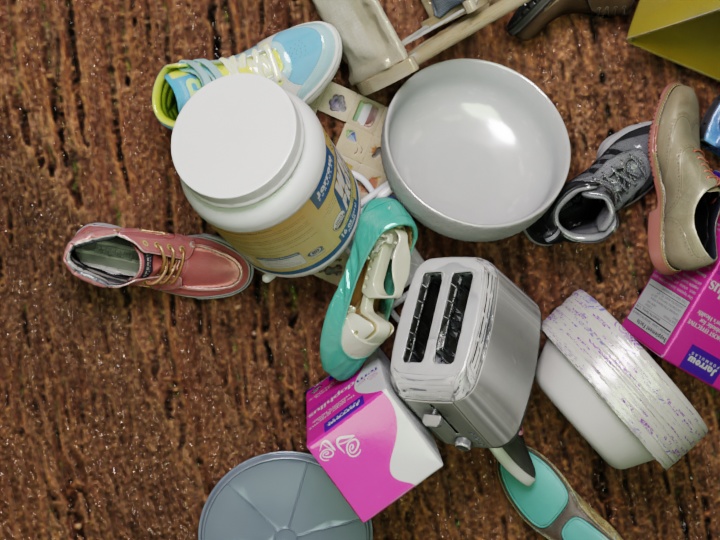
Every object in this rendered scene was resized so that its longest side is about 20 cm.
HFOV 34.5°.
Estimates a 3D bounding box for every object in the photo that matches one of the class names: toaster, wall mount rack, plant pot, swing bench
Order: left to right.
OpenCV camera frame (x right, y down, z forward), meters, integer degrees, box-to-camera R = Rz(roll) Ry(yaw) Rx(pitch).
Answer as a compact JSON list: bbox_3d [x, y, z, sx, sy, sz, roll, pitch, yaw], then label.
[{"bbox_3d":[0.000,0.000,1.242,0.173,0.075,0.201,-35,100,5],"label":"wall mount rack"},{"bbox_3d":[0.035,-0.310,1.167,0.199,0.130,0.200,-31,101,3],"label":"swing bench"},{"bbox_3d":[0.109,0.072,1.172,0.113,0.129,0.202,1,64,35],"label":"toaster"},{"bbox_3d":[0.414,-0.300,1.151,0.198,0.199,0.179,16,82,-24],"label":"plant pot"}]

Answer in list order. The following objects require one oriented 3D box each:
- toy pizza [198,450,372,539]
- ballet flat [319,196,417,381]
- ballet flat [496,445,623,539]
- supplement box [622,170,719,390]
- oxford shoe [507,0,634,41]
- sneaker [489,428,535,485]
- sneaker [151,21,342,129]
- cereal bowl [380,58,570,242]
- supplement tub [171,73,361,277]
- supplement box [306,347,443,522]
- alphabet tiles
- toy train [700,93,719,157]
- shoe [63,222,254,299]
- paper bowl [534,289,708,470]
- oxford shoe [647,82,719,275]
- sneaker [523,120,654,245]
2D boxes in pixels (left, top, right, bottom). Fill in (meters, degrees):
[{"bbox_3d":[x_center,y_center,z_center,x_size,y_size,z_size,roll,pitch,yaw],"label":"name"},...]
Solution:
[{"bbox_3d":[-0.085,0.299,1.319,0.197,0.032,0.203,-1,101,-3],"label":"toy pizza"},{"bbox_3d":[0.009,0.028,1.168,0.067,0.070,0.202,6,106,-34],"label":"ballet flat"},{"bbox_3d":[0.232,0.278,1.310,0.071,0.071,0.200,-48,69,6],"label":"ballet flat"},{"bbox_3d":[0.387,0.012,1.247,0.100,0.103,0.202,26,99,-20],"label":"supplement box"},{"bbox_3d":[0.246,-0.291,1.213,0.199,0.073,0.085,-33,102,3],"label":"oxford shoe"},{"bbox_3d":[0.163,0.133,1.275,0.099,0.071,0.201,-31,89,6],"label":"sneaker"},{"bbox_3d":[-0.119,-0.188,1.151,0.199,0.130,0.080,-28,82,21],"label":"sneaker"},{"bbox_3d":[0.114,-0.115,1.208,0.197,0.084,0.203,4,64,-8],"label":"cereal bowl"},{"bbox_3d":[-0.089,-0.089,1.124,0.143,0.200,0.147,-5,70,14],"label":"supplement tub"},{"bbox_3d":[0.010,0.163,1.214,0.101,0.200,0.104,-36,101,3],"label":"supplement box"},{"bbox_3d":[-0.028,-0.093,1.265,0.166,0.008,0.202,23,98,-8],"label":"alphabet tiles"},{"bbox_3d":[0.417,-0.138,1.191,0.113,0.200,0.087,28,98,3],"label":"toy train"},{"bbox_3d":[-0.212,-0.005,1.225,0.197,0.091,0.072,10,100,-5],"label":"shoe"},{"bbox_3d":[0.261,0.127,1.222,0.104,0.201,0.201,-43,100,4],"label":"paper bowl"},{"bbox_3d":[0.344,-0.098,1.197,0.070,0.074,0.203,6,82,-39],"label":"oxford shoe"},{"bbox_3d":[0.267,-0.086,1.229,0.199,0.114,0.076,-34,101,3],"label":"sneaker"}]
